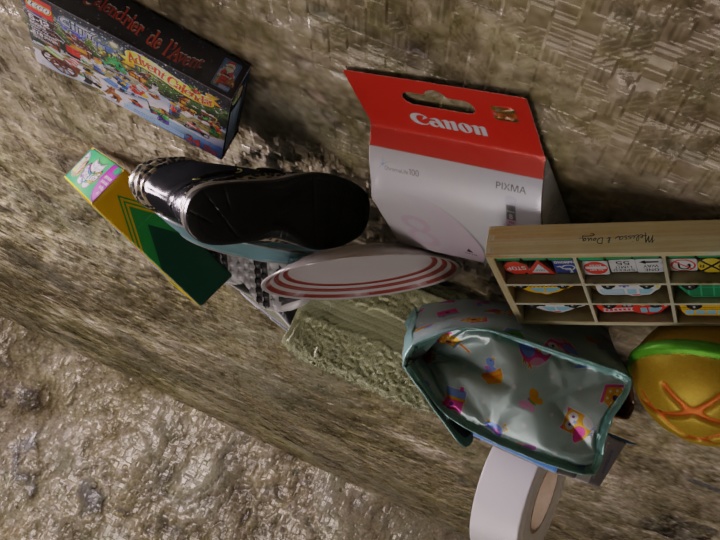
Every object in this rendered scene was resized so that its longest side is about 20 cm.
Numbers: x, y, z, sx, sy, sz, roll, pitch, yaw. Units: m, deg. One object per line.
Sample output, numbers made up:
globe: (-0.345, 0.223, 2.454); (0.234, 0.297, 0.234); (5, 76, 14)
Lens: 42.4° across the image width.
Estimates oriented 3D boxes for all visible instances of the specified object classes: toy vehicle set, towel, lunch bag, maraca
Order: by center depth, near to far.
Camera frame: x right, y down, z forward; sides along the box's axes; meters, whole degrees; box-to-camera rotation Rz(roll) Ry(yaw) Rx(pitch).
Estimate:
toy vehicle set: (0.209, 0.005, 0.724); (0.199, 0.027, 0.124); (-1, 152, 24)
maraca: (0.308, 0.104, 0.810); (0.137, 0.107, 0.200); (9, 158, 33)
lunch bag: (0.133, 0.092, 0.869); (0.199, 0.122, 0.170); (16, -167, 3)
towel: (0.020, 0.065, 1.042); (0.199, 0.149, 0.036); (23, -171, 13)

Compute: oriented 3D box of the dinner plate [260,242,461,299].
dinner plate: (0.000, 0.000, 0.925); (0.199, 0.024, 0.200); (-7, 167, -1)

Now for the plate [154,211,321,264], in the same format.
plate: (-0.123, -0.037, 0.982); (0.199, 0.026, 0.200); (13, -169, -2)

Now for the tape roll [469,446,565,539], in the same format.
tape roll: (0.225, 0.304, 1.294); (0.071, 0.203, 0.203); (17, 159, 26)

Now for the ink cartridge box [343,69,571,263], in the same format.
ink cartridge box: (0.077, -0.071, 0.752); (0.162, 0.057, 0.200); (16, 163, 30)

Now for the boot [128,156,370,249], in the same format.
boot: (-0.108, -0.072, 0.896); (0.203, 0.074, 0.154); (-3, -163, -38)

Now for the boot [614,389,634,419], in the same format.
boot: (0.204, 0.110, 1.003); (0.155, 0.077, 0.200); (15, 160, 36)

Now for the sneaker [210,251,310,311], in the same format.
sneaker: (-0.104, -0.006, 1.084); (0.081, 0.075, 0.200); (-8, -161, -32)

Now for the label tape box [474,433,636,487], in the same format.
label tape box: (0.209, 0.188, 1.056); (0.144, 0.063, 0.200); (20, 175, 38)

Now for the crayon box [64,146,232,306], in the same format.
crayon box: (-0.255, -0.056, 1.096); (0.173, 0.058, 0.200); (49, 170, -28)

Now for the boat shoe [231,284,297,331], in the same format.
boat shoe: (-0.094, 0.042, 1.240); (0.202, 0.075, 0.065); (30, 167, 4)

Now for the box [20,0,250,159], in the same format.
box: (-0.200, -0.185, 0.832); (0.200, 0.038, 0.137); (28, 162, -3)
